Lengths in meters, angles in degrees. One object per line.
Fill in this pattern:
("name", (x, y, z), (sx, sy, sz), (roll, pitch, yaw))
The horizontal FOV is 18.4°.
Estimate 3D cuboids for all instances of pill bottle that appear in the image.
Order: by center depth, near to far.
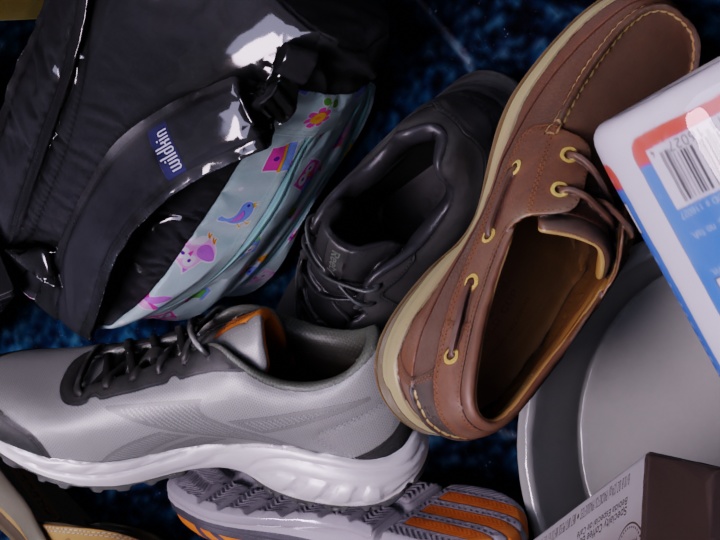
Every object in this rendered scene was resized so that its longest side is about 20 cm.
("pill bottle", (0.176, 0.012, 0.789), (0.112, 0.112, 0.200), (-27, 92, 32))

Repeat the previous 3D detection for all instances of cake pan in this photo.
("cake pan", (0.160, 0.078, 0.903), (0.200, 0.037, 0.201), (6, 102, 31))

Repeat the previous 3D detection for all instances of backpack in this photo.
("backpack", (-0.081, -0.063, 0.976), (0.167, 0.126, 0.200), (48, 122, 30))

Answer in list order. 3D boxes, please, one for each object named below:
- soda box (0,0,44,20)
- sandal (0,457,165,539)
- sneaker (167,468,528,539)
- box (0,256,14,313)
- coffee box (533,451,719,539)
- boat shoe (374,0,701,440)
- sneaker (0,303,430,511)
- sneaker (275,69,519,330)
("soda box", (-0.174, -0.152, 0.973), (0.064, 0.200, 0.068), (32, 113, 23))
("sandal", (-0.122, 0.139, 1.075), (0.054, 0.080, 0.200), (-43, 70, 8))
("sneaker", (-0.006, 0.147, 0.996), (0.200, 0.078, 0.112), (12, 118, 42))
("box", (-0.231, -0.031, 1.060), (0.160, 0.043, 0.200), (66, 157, 6))
("coffee box", (0.097, 0.153, 0.807), (0.200, 0.080, 0.113), (129, 152, -62))
("boat shoe", (0.082, -0.019, 0.875), (0.200, 0.072, 0.068), (-59, 23, -7))
("sneaker", (-0.071, 0.046, 0.933), (0.200, 0.074, 0.079), (2, 125, 11))
("sneaker", (0.000, 0.000, 0.958), (0.076, 0.091, 0.200), (38, 117, 19))
